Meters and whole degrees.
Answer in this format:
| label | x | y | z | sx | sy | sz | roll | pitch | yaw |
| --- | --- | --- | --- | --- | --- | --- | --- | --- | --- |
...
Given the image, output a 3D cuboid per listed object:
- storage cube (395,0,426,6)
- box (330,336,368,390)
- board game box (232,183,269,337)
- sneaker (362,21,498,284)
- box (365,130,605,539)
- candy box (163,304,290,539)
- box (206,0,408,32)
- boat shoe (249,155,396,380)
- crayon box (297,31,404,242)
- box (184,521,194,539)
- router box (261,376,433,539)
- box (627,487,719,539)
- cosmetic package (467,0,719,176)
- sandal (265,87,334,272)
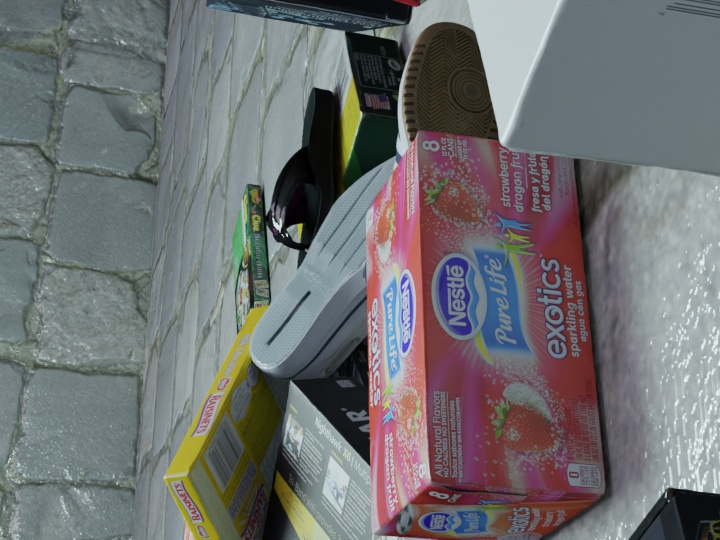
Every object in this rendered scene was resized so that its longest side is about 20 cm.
| label | x | y | z | sx | sy | sz | roll | pitch | yaw |
| --- | --- | --- | --- | --- | --- | --- | --- | --- | --- |
| storage cube | -0.009 | -0.290 | 0.869 | 0.200 | 0.180 | 0.171 | -55 | -20 | -64 |
| box | 0.001 | 0.142 | 1.009 | 0.200 | 0.043 | 0.160 | -112 | 31 | -62 |
| board game box | -0.139 | -0.003 | 1.666 | 0.105 | 0.023 | 0.200 | 108 | 161 | -45 |
| sneaker | 0.045 | -0.054 | 0.872 | 0.109 | 0.070 | 0.200 | 136 | 136 | -65 |
| box | 0.061 | 0.037 | 0.715 | 0.100 | 0.095 | 0.200 | 124 | 150 | -59 |
| candy box | -0.082 | 0.122 | 0.974 | 0.200 | 0.026 | 0.102 | -67 | -37 | -55 |
| box | -0.047 | -0.275 | 1.171 | 0.200 | 0.148 | 0.107 | -147 | 64 | -75 |
| boat shoe | 0.000 | 0.000 | 0.976 | 0.200 | 0.067 | 0.074 | -47 | 49 | 11 |
| crayon box | -0.007 | -0.082 | 1.128 | 0.127 | 0.051 | 0.200 | -100 | 22 | -49 |
| box | -0.104 | 0.225 | 1.270 | 0.200 | 0.102 | 0.095 | 114 | 157 | -53 |
| router box | 0.005 | 0.182 | 0.849 | 0.200 | 0.052 | 0.157 | 41 | 126 | 52 |
| box | 0.119 | 0.221 | 0.510 | 0.199 | 0.050 | 0.200 | 112 | 159 | -45 |
| cosmetic package | 0.123 | -0.177 | 0.513 | 0.199 | 0.123 | 0.200 | 110 | 159 | -44 |
| sandal | -0.050 | -0.064 | 1.067 | 0.075 | 0.048 | 0.201 | 109 | 165 | -48 |
